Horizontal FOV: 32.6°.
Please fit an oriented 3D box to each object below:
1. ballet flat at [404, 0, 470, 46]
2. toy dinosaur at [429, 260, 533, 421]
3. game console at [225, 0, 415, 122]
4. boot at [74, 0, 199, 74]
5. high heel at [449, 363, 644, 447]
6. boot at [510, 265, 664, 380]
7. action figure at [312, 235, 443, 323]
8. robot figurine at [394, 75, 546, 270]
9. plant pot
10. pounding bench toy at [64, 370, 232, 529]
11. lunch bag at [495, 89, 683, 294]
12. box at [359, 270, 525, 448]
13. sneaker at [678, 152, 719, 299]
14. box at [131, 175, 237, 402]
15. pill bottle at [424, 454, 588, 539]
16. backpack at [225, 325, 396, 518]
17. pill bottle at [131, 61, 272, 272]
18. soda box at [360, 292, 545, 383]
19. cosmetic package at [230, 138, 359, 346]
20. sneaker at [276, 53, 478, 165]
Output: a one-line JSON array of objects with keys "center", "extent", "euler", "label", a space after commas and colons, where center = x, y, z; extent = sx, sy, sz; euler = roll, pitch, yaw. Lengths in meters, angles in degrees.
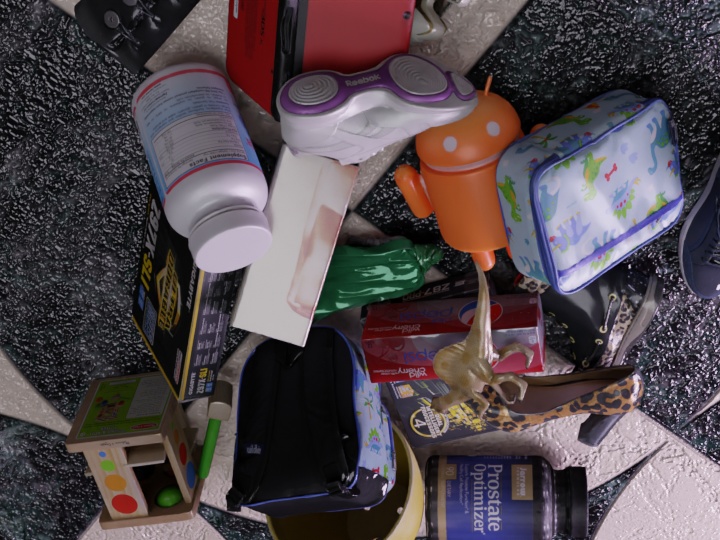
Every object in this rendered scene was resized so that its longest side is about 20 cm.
[{"center": [0.072, -0.270, 1.206], "extent": [0.072, 0.072, 0.200], "euler": [35, 118, -16], "label": "ballet flat"}, {"center": [0.128, 0.097, 1.297], "extent": [0.100, 0.058, 0.202], "euler": [17, 124, 1], "label": "toy dinosaur"}, {"center": [-0.044, -0.259, 1.227], "extent": [0.118, 0.172, 0.202], "euler": [-15, 129, -31], "label": "game console"}, {"center": [-0.223, -0.317, 1.224], "extent": [0.165, 0.066, 0.200], "euler": [51, 129, -2], "label": "boot"}, {"center": [0.209, 0.124, 1.369], "extent": [0.197, 0.072, 0.143], "euler": [17, 139, -7], "label": "high heel"}, {"center": [0.236, 0.057, 1.407], "extent": [0.152, 0.074, 0.205], "euler": [26, 126, -2], "label": "boot"}, {"center": [0.000, 0.000, 1.400], "extent": [0.197, 0.055, 0.119], "euler": [-10, 119, 17], "label": "action figure"}, {"center": [0.122, -0.100, 1.287], "extent": [0.143, 0.117, 0.202], "euler": [8, 129, 39], "label": "robot figurine"}, {"center": [0.000, 0.288, 1.522], "extent": [0.198, 0.202, 0.142], "euler": [-19, 146, 17], "label": "plant pot"}, {"center": [-0.234, 0.224, 1.525], "extent": [0.197, 0.125, 0.158], "euler": [-8, 121, 11], "label": "pounding bench toy"}, {"center": [0.239, -0.080, 1.255], "extent": [0.199, 0.082, 0.162], "euler": [-29, 122, -23], "label": "lunch bag"}, {"center": [0.106, 0.108, 1.461], "extent": [0.159, 0.049, 0.202], "euler": [-14, 118, 13], "label": "box"}, {"center": [0.391, -0.027, 1.290], "extent": [0.076, 0.147, 0.204], "euler": [7, 124, -1], "label": "sneaker"}, {"center": [-0.199, 0.017, 1.372], "extent": [0.049, 0.160, 0.202], "euler": [-6, 129, -28], "label": "box"}, {"center": [0.181, 0.286, 1.528], "extent": [0.197, 0.112, 0.113], "euler": [-1, 122, 7], "label": "pill bottle"}, {"center": [-0.053, 0.178, 1.427], "extent": [0.181, 0.203, 0.147], "euler": [-13, 156, 24], "label": "backpack"}, {"center": [-0.158, -0.104, 1.255], "extent": [0.107, 0.202, 0.109], "euler": [-18, 155, -9], "label": "pill bottle"}, {"center": [0.104, 0.075, 1.365], "extent": [0.197, 0.070, 0.064], "euler": [-5, 123, 14], "label": "soda box"}, {"center": [-0.071, -0.034, 1.320], "extent": [0.086, 0.103, 0.202], "euler": [17, 102, -7], "label": "cosmetic package"}, {"center": [0.016, -0.155, 1.209], "extent": [0.197, 0.076, 0.100], "euler": [-6, 144, -6], "label": "sneaker"}]
